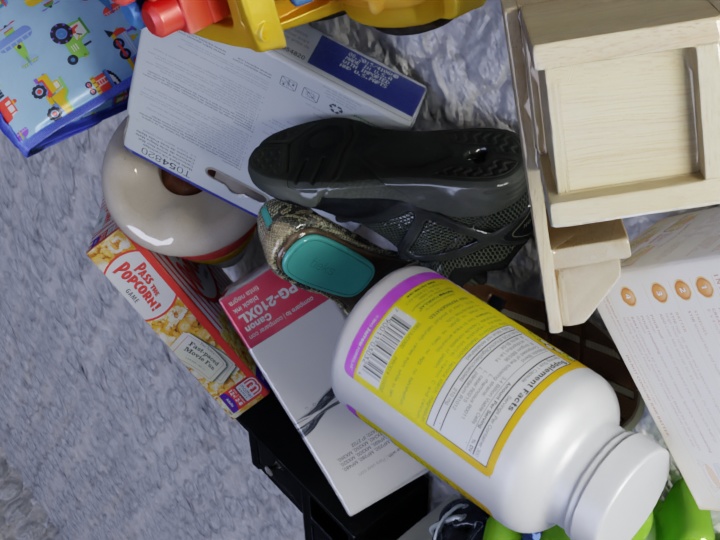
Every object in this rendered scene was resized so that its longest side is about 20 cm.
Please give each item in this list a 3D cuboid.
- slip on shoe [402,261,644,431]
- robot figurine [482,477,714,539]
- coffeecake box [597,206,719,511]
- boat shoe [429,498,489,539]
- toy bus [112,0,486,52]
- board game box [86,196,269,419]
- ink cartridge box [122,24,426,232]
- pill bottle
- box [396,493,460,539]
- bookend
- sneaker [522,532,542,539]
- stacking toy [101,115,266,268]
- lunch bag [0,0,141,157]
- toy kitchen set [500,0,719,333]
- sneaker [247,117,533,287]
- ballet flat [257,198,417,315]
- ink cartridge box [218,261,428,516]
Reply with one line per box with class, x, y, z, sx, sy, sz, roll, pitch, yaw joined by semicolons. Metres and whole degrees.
slip on shoe;0.105;0.057;0.894;0.199;0.076;0.061;23;165;31
robot figurine;0.160;0.223;0.879;0.174;0.116;0.202;19;116;-4
coffeecake box;0.226;0.043;0.668;0.155;0.073;0.199;62;154;-9
boat shoe;0.082;0.207;1.008;0.072;0.200;0.068;-40;76;21
toy bus;-0.054;-0.187;0.766;0.199;0.191;0.137;24;138;46
board game box;-0.160;0.019;1.207;0.200;0.046;0.152;51;-170;-21
ink cartridge box;-0.069;-0.109;0.954;0.198;0.041;0.200;27;149;-2
pill bottle;0.082;0.086;0.796;0.199;0.104;0.105;34;146;32
box;0.112;0.309;1.117;0.200;0.109;0.129;37;149;36
bookend;-0.033;0.220;1.288;0.200;0.092;0.200;41;150;31
sneaker;0.128;0.160;0.976;0.082;0.073;0.202;2;116;66
stacking toy;-0.135;-0.055;1.161;0.146;0.146;0.200;49;170;16
lunch bag;-0.240;-0.192;1.068;0.151;0.199;0.094;55;153;4
toy kitchen set;0.166;-0.065;0.641;0.200;0.178;0.165;-84;-16;-66
sneaker;0.022;-0.039;0.877;0.197;0.077;0.115;5;137;22
ballet flat;0.000;0.000;0.971;0.199;0.068;0.076;32;-163;-40
ink cartridge box;-0.028;0.083;1.088;0.201;0.084;0.145;59;179;-4
